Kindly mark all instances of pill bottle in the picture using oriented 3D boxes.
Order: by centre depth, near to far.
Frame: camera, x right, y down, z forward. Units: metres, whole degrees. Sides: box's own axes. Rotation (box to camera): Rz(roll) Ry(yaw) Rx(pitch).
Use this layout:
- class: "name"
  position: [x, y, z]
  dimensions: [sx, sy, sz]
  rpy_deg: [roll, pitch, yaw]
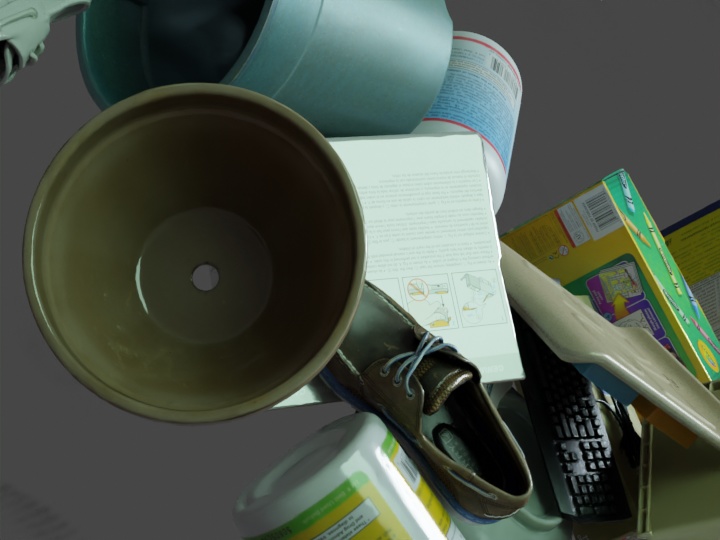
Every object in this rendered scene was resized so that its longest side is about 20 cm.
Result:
- class: "pill bottle"
  position: [0.019, 0.197, 1.027]
  dimensions: [0.200, 0.111, 0.111]
  rpy_deg: [55, 32, -8]
- class: "pill bottle"
  position: [0.065, -0.095, 1.326]
  dimensions: [0.109, 0.109, 0.200]
  rpy_deg: [44, 35, -23]

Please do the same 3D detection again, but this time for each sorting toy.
- class: "sorting toy"
  position: [0.176, 0.058, 1.219]
  dimensions: [0.200, 0.037, 0.185]
  rpy_deg: [29, 13, -34]

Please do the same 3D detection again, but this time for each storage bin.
- class: "storage bin"
  position: [0.314, 0.155, 1.240]
  dimensions: [0.199, 0.199, 0.094]
  rpy_deg: [-70, 140, -59]

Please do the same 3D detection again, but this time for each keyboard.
- class: "keyboard"
  position: [0.172, 0.098, 1.293]
  dimensions: [0.127, 0.021, 0.201]
  rpy_deg: [5, 62, -43]

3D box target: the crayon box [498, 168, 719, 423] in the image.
- class: "crayon box"
  position: [0.215, 0.031, 1.425]
  dimensions: [0.058, 0.119, 0.200]
  rpy_deg: [-24, 86, -58]

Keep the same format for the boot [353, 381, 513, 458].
- class: "boot"
  position: [0.054, 0.072, 1.186]
  dimensions: [0.200, 0.090, 0.073]
  rpy_deg: [-56, 138, -65]

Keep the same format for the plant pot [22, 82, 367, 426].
- class: "plant pot"
  position: [-0.097, -0.004, 1.004]
  dimensions: [0.093, 0.200, 0.201]
  rpy_deg: [104, -37, -78]

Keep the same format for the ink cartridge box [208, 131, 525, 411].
- class: "ink cartridge box"
  position: [0.000, 0.000, 1.109]
  dimensions: [0.199, 0.045, 0.177]
  rpy_deg: [-5, 79, -24]

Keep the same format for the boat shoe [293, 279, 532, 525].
- class: "boat shoe"
  position: [0.040, 0.070, 1.042]
  dimensions: [0.200, 0.072, 0.072]
  rpy_deg: [47, 65, -5]

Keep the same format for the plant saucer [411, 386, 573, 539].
- class: "plant saucer"
  position: [0.107, 0.148, 1.246]
  dimensions: [0.200, 0.050, 0.201]
  rpy_deg: [35, 39, -34]

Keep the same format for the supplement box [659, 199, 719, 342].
- class: "supplement box"
  position: [0.336, 0.051, 1.585]
  dimensions: [0.109, 0.109, 0.200]
  rpy_deg: [40, 38, -28]

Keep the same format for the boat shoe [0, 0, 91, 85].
- class: "boat shoe"
  position: [-0.227, -0.142, 1.005]
  dimensions: [0.200, 0.073, 0.066]
  rpy_deg: [-27, 92, -48]

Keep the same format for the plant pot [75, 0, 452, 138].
- class: "plant pot"
  position: [-0.054, -0.170, 1.126]
  dimensions: [0.196, 0.200, 0.201]
  rpy_deg: [14, 54, -46]

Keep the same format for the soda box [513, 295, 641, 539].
- class: "soda box"
  position: [0.182, 0.123, 1.357]
  dimensions: [0.068, 0.064, 0.201]
  rpy_deg: [1, 64, -54]
